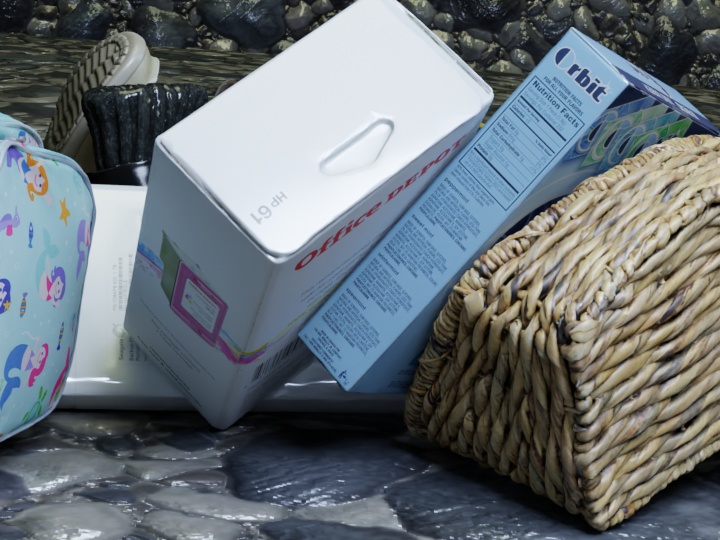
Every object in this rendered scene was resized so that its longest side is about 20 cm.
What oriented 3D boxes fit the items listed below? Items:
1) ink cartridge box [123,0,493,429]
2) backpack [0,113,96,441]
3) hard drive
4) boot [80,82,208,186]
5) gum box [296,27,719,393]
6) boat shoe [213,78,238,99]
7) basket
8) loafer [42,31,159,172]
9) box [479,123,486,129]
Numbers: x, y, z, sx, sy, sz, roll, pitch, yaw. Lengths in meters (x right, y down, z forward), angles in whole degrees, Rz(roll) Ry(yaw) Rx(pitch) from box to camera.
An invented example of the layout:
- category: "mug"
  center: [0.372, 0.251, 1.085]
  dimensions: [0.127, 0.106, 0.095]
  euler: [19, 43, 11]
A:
- category: "ink cartridge box"
  center: [-0.032, -0.026, 0.840]
  dimensions: [0.144, 0.200, 0.085]
  euler: [-38, 78, -27]
- category: "backpack"
  center: [-0.212, 0.001, 0.811]
  dimensions: [0.150, 0.178, 0.200]
  euler: [9, 3, 3]
- category: "hard drive"
  center: [-0.077, 0.015, 0.942]
  dimensions: [0.200, 0.132, 0.027]
  euler: [2, -30, -12]
- category: "boot"
  center: [-0.136, -0.033, 1.023]
  dimensions: [0.079, 0.158, 0.211]
  euler: [3, 12, -4]
- category: "gum box"
  center: [0.082, -0.020, 0.865]
  dimensions: [0.045, 0.200, 0.170]
  euler: [49, 17, 22]
- category: "boat shoe"
  center: [-0.075, -0.102, 1.246]
  dimensions: [0.074, 0.073, 0.200]
  euler: [3, 14, -4]
- category: "basket"
  center: [0.125, 0.008, 0.846]
  dimensions: [0.200, 0.143, 0.149]
  euler: [-28, 31, -29]
- category: "loafer"
  center: [-0.185, -0.076, 1.169]
  dimensions: [0.068, 0.200, 0.076]
  euler: [21, 31, -26]
- category: "box"
  center: [0.126, -0.075, 1.406]
  dimensions: [0.200, 0.049, 0.160]
  euler: [6, -8, -27]
